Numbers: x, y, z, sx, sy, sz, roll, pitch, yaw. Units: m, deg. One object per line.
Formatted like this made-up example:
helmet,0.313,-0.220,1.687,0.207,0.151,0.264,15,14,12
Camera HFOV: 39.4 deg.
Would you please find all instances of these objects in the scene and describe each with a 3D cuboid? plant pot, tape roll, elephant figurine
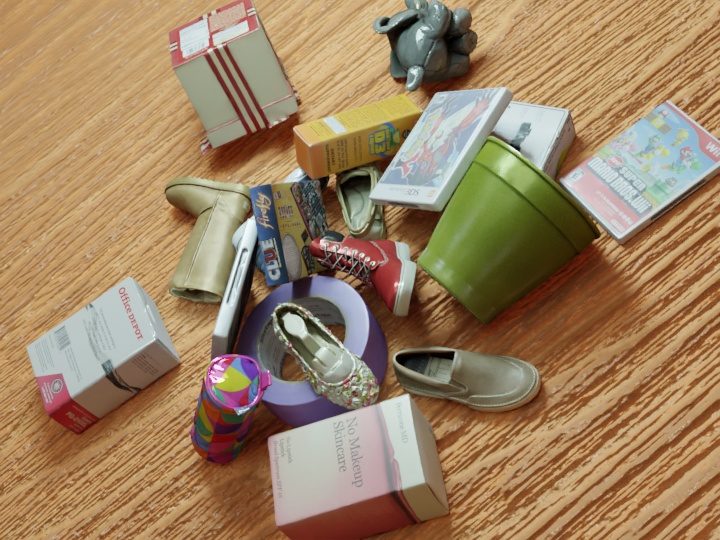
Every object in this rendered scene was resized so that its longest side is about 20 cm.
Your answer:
plant pot,0.182,-0.041,1.350,0.193,0.200,0.200,-48,52,3
tape roll,-0.067,0.114,1.410,0.198,0.085,0.202,-11,55,16
elephant figurine,0.086,-0.382,1.657,0.199,0.154,0.143,29,116,46

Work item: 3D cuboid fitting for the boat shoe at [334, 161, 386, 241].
boat shoe,-0.003,-0.122,1.548,0.072,0.063,0.202,-14,54,14

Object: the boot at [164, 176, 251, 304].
boot,-0.269,-0.051,1.618,0.173,0.066,0.202,3,61,25

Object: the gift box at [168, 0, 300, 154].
gift box,-0.215,-0.315,1.686,0.183,0.188,0.201,-21,38,7

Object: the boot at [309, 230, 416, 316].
boot,0.000,0.000,1.383,0.143,0.073,0.200,12,17,-9

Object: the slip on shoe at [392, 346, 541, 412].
slip on shoe,0.136,0.134,1.322,0.198,0.061,0.077,7,62,27

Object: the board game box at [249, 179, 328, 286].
board game box,-0.093,-0.058,1.434,0.034,0.200,0.137,-10,93,18

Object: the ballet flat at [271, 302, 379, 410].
ballet flat,-0.056,0.109,1.315,0.076,0.064,0.200,-45,53,-10

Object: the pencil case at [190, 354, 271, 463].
pencil case,-0.177,0.187,1.345,0.087,0.200,0.089,8,58,-13

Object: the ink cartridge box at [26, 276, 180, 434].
ink cartridge box,-0.394,0.129,1.542,0.199,0.084,0.145,-34,52,1

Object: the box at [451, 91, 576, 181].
box,0.208,-0.193,1.505,0.198,0.060,0.117,14,65,31

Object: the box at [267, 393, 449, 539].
box,-0.004,0.258,1.272,0.198,0.109,0.129,-19,53,11

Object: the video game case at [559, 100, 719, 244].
video game case,0.400,-0.141,1.414,0.199,0.017,0.143,-36,51,-2

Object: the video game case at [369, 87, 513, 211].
video game case,0.112,-0.176,1.446,0.201,0.023,0.182,-57,27,-11

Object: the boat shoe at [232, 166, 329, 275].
boat shoe,-0.102,-0.078,1.567,0.200,0.071,0.091,-46,60,-6

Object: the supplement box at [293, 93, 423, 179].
supplement box,-0.001,-0.208,1.554,0.198,0.067,0.069,-21,41,-20

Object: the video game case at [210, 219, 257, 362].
video game case,-0.180,0.052,1.428,0.023,0.200,0.184,15,62,-2
